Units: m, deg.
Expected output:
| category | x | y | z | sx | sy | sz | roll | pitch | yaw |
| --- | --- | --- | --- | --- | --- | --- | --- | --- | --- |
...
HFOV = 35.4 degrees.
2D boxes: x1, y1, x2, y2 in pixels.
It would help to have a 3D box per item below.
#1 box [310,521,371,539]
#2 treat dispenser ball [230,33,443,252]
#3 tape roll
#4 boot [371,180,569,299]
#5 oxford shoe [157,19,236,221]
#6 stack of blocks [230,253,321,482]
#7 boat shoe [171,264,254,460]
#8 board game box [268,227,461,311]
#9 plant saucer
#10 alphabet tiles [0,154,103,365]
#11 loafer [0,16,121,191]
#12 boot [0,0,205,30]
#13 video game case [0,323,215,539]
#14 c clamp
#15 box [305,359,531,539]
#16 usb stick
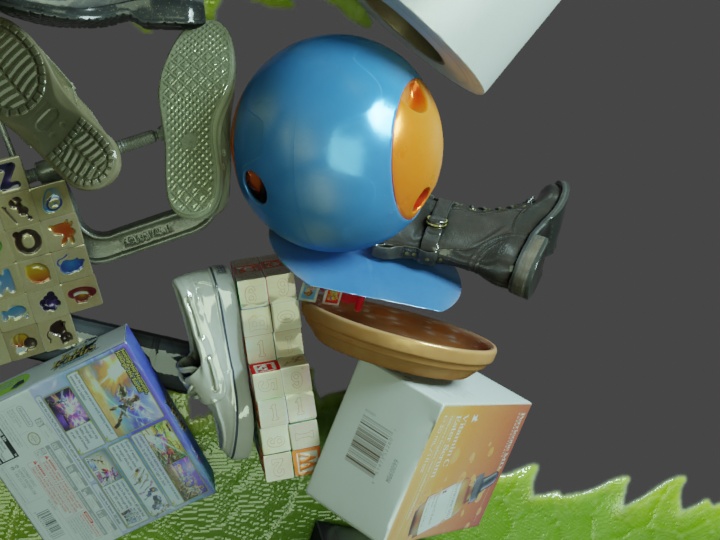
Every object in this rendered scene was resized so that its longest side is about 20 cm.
| category | x | y | z | sx | sy | sz | roll | pitch | yaw |
| --- | --- | --- | --- | --- | --- | --- | --- | --- | --- |
| box | 0.043 | 0.376 | 1.192 | 0.197 | 0.200 | 0.124 | 13 | 102 | -15 |
| treat dispenser ball | -0.022 | -0.118 | 1.053 | 0.199 | 0.201 | 0.203 | -3 | 105 | -11 |
| tape roll | 0.081 | -0.278 | 1.036 | 0.202 | 0.203 | 0.139 | 38 | 93 | -18 |
| boot | 0.115 | -0.055 | 1.152 | 0.173 | 0.200 | 0.070 | 18 | 127 | 14 |
| oxford shoe | -0.153 | -0.141 | 1.080 | 0.074 | 0.058 | 0.202 | -2 | 78 | 10 |
| stack of blocks | -0.086 | 0.095 | 1.138 | 0.058 | 0.115 | 0.202 | -9 | 105 | -10 |
| boat shoe | -0.149 | 0.097 | 1.119 | 0.065 | 0.072 | 0.202 | -11 | 110 | -19 |
| board game box | 0.000 | 0.000 | 1.120 | 0.198 | 0.158 | 0.039 | 12 | 119 | -16 |
| plant saucer | 0.035 | 0.067 | 1.111 | 0.198 | 0.200 | 0.038 | 14 | 95 | -15 |
| alphabet tiles | -0.341 | -0.004 | 1.060 | 0.165 | 0.006 | 0.201 | -17 | 118 | -12 |
| loafer | -0.295 | -0.148 | 1.045 | 0.076 | 0.067 | 0.200 | -38 | 83 | -5 |
| boot | -0.238 | -0.293 | 1.041 | 0.198 | 0.070 | 0.133 | -2 | 96 | -18 |
| video game case | -0.269 | 0.178 | 1.137 | 0.180 | 0.046 | 0.201 | -24 | 116 | 2 |
| c clamp | -0.240 | -0.094 | 1.103 | 0.198 | 0.027 | 0.172 | -14 | 106 | -8 |
| box | 0.063 | 0.178 | 1.144 | 0.199 | 0.106 | 0.153 | 8 | 106 | -56 |
| usb stick | -0.254 | 0.081 | 1.141 | 0.198 | 0.033 | 0.056 | 15 | 101 | -15 |
